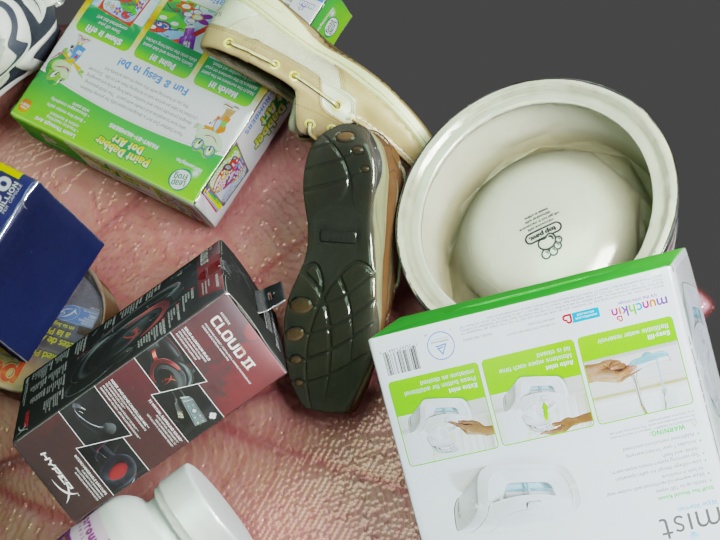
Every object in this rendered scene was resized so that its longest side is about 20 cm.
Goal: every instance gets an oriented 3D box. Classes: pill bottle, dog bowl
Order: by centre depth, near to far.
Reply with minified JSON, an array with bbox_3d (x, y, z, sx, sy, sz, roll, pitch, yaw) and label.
[{"bbox_3d":[-0.169,0.223,1.522,0.200,0.112,0.112,-39,57,1],"label":"pill bottle"},{"bbox_3d":[0.128,-0.027,1.544,0.199,0.074,0.201,-9,62,18],"label":"dog bowl"}]

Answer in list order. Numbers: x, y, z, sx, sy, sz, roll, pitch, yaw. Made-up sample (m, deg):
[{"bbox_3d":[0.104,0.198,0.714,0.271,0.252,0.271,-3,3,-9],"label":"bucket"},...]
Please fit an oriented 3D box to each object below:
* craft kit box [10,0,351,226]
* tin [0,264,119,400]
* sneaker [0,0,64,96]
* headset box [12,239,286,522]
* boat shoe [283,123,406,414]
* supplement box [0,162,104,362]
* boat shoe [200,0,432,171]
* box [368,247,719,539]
[{"bbox_3d":[-0.139,-0.157,1.732,0.199,0.049,0.198,27,75,31],"label":"craft kit box"},{"bbox_3d":[-0.270,0.037,1.703,0.199,0.042,0.112,15,68,29],"label":"tin"},{"bbox_3d":[-0.305,-0.164,1.803,0.080,0.130,0.199,47,128,5],"label":"sneaker"},{"bbox_3d":[-0.137,0.067,1.562,0.200,0.075,0.149,-36,15,4],"label":"headset box"},{"bbox_3d":[0.000,0.000,1.575,0.075,0.074,0.201,10,95,30],"label":"boat shoe"},{"bbox_3d":[-0.310,-0.034,1.669,0.199,0.110,0.109,25,77,32],"label":"supplement box"},{"bbox_3d":[-0.029,-0.125,1.634,0.200,0.074,0.066,39,82,9],"label":"boat shoe"},{"bbox_3d":[0.127,0.098,1.423,0.199,0.097,0.177,-15,94,16],"label":"box"}]
